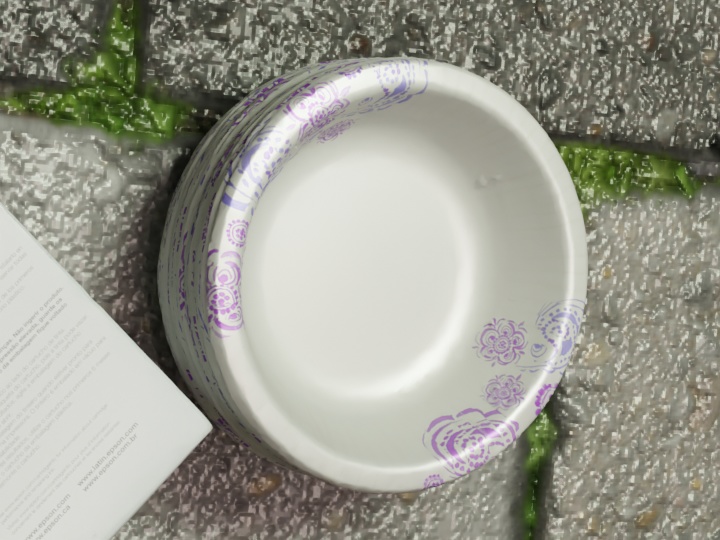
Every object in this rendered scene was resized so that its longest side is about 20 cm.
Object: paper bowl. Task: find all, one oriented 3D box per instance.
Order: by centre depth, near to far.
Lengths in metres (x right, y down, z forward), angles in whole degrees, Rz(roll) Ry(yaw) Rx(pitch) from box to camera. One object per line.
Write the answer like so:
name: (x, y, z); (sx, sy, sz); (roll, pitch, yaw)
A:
paper bowl: (0.000, 0.000, 0.995); (0.200, 0.104, 0.201); (-2, 94, -28)

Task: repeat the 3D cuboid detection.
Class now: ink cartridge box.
ink cartridge box: (-0.196, 0.069, 0.893); (0.196, 0.043, 0.200); (-47, 110, -14)
